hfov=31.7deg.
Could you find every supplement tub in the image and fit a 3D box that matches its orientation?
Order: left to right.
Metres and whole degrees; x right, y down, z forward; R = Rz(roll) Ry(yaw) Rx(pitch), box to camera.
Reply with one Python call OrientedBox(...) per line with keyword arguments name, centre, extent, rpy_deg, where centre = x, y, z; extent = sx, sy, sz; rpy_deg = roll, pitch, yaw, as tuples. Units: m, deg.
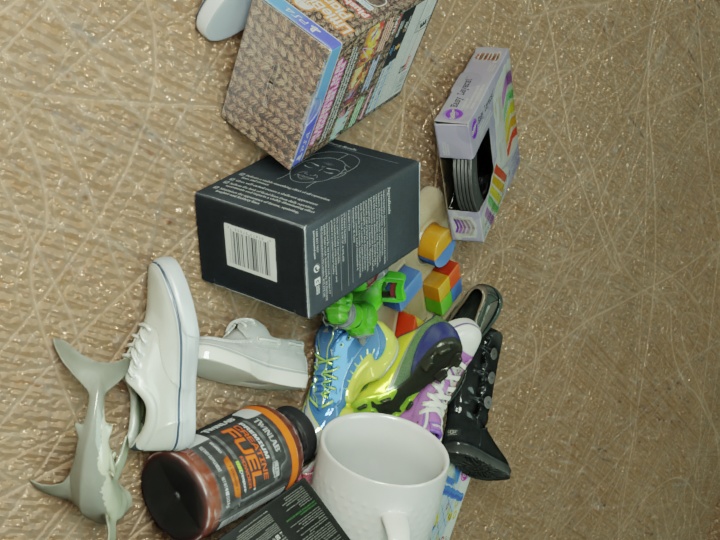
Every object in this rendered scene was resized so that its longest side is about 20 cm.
OrientedBox(name="supplement tub", centre=(-0.135, 0.210, 1.379), extent=(0.200, 0.107, 0.107), rpy_deg=(-23, 123, -51))

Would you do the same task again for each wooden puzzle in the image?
OrientedBox(name="wooden puzzle", centre=(0.076, 0.020, 1.657), extent=(0.185, 0.046, 0.200), rpy_deg=(-49, 140, -32))

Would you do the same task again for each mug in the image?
OrientedBox(name="mug", centre=(0.017, 0.284, 1.411), extent=(0.147, 0.200, 0.176), rpy_deg=(4, 115, -17))

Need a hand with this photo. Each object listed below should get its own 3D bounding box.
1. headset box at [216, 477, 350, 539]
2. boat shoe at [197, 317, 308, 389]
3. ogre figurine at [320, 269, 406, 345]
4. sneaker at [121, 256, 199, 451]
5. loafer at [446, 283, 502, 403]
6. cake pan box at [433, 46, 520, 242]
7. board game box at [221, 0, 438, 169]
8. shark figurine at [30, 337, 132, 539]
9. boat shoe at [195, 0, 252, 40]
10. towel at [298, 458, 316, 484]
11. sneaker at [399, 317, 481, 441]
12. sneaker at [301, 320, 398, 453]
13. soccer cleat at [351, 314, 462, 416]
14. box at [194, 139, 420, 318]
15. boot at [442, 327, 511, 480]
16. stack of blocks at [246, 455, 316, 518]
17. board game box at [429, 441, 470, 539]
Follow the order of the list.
OrientedBox(name="headset box", centre=(-0.134, 0.336, 1.367), extent=(0.174, 0.093, 0.200), rpy_deg=(-30, 169, -44))
OrientedBox(name="boat shoe", centre=(-0.121, 0.087, 1.384), extent=(0.200, 0.072, 0.069), rpy_deg=(18, 68, -51))
OrientedBox(name="ogre figurine", centre=(0.000, 0.000, 1.480), extent=(0.120, 0.098, 0.200), rpy_deg=(69, 7, -49))
OrientedBox(name="sneaker", centre=(-0.203, 0.088, 1.255), extent=(0.071, 0.073, 0.201), rpy_deg=(-7, 102, -30))
OrientedBox(name="loafer", centre=(0.120, 0.103, 1.719), extent=(0.200, 0.072, 0.063), rpy_deg=(-60, 157, 1))
OrientedBox(name="cake pan box", centre=(0.153, -0.162, 1.641), extent=(0.200, 0.052, 0.185), rpy_deg=(-60, 146, -46))
OrientedBox(name="board game box", centre=(-0.028, -0.226, 1.288), extent=(0.200, 0.097, 0.160), rpy_deg=(-39, 161, -41))
OrientedBox(name="shark figurine", centre=(-0.268, 0.181, 1.202), extent=(0.128, 0.089, 0.215), rpy_deg=(-85, 178, -54))
OrientedBox(name="boat shoe", centre=(-0.104, -0.318, 1.210), extent=(0.202, 0.086, 0.075), rpy_deg=(-50, 158, 20))
OrientedBox(name="towel", centre=(-0.023, 0.296, 1.545), extent=(0.146, 0.030, 0.201), rpy_deg=(-30, 128, -45))
OrientedBox(name="sneaker", centre=(0.100, 0.161, 1.633), extent=(0.073, 0.114, 0.201), rpy_deg=(36, 97, -35))
OrientedBox(name="sneaker", centre=(-0.040, 0.124, 1.529), extent=(0.200, 0.076, 0.105), rpy_deg=(-52, 124, -28))
OrientedBox(name="soccer cleat", centre=(0.042, 0.134, 1.605), extent=(0.200, 0.084, 0.065), rpy_deg=(-38, 130, 9))
OrientedBox(name="box", centre=(-0.052, -0.053, 1.339), extent=(0.200, 0.148, 0.107), rpy_deg=(-33, 131, -44))
OrientedBox(name="boot", centre=(0.173, 0.186, 1.812), extent=(0.165, 0.065, 0.201), rpy_deg=(42, 48, -53))
OrientedBox(name="stack of blocks", centre=(-0.079, 0.323, 1.556), extent=(0.115, 0.058, 0.201), rpy_deg=(-29, 128, -47))
OrientedBox(name="board game box", centre=(0.072, 0.332, 1.788), extent=(0.196, 0.056, 0.201), rpy_deg=(23, 86, -57))
